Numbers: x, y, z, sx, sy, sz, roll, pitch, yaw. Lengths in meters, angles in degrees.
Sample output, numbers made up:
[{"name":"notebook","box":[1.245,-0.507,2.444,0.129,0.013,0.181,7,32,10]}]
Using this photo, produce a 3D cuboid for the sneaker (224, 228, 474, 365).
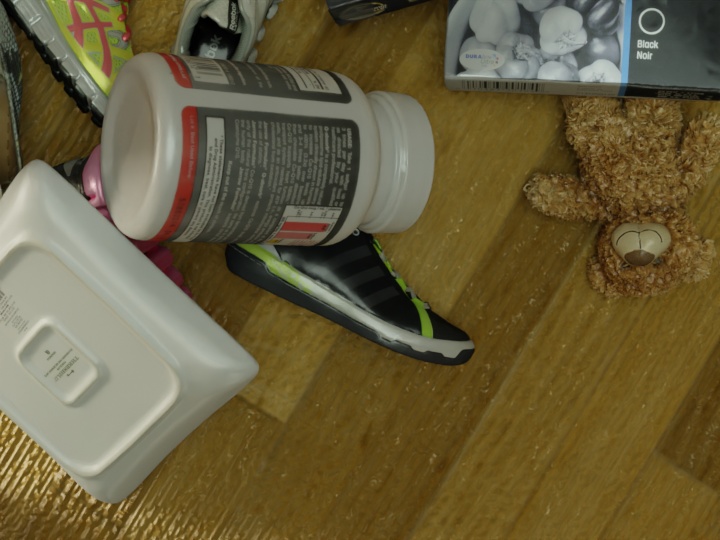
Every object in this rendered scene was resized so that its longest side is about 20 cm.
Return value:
[{"name":"sneaker","box":[0.000,0.000,1.009,0.198,0.072,0.084,26,88,-7]}]

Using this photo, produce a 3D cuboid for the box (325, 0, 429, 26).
[{"name":"box","box":[0.034,-0.286,0.975,0.159,0.049,0.202,-14,82,6]}]

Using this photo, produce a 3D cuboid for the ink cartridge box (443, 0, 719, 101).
[{"name":"ink cartridge box","box":[0.161,-0.223,0.996,0.196,0.043,0.203,3,84,7]}]

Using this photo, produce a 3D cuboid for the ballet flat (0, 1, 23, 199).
[{"name":"ballet flat","box":[-0.257,-0.104,0.952,0.071,0.072,0.203,-6,112,-5]}]

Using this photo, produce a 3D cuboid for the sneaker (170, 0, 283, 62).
[{"name":"sneaker","box":[-0.085,-0.197,0.987,0.074,0.081,0.202,16,90,-4]}]

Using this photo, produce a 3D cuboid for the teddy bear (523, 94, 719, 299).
[{"name":"teddy bear","box":[0.193,-0.079,1.025,0.143,0.067,0.203,7,92,-3]}]

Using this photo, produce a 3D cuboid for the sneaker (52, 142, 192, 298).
[{"name":"sneaker","box":[-0.176,0.012,1.001,0.094,0.079,0.202,-8,102,24]}]

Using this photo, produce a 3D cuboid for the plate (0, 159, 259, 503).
[{"name":"plate","box":[-0.195,0.054,0.956,0.200,0.032,0.199,44,128,-6]}]

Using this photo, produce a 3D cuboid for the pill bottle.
[{"name":"pill bottle","box":[-0.058,-0.074,0.928,0.198,0.115,0.117,2,93,-30]}]

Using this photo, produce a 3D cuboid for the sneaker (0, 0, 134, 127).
[{"name":"sneaker","box":[-0.184,-0.174,0.981,0.090,0.078,0.201,-37,99,-11]}]
